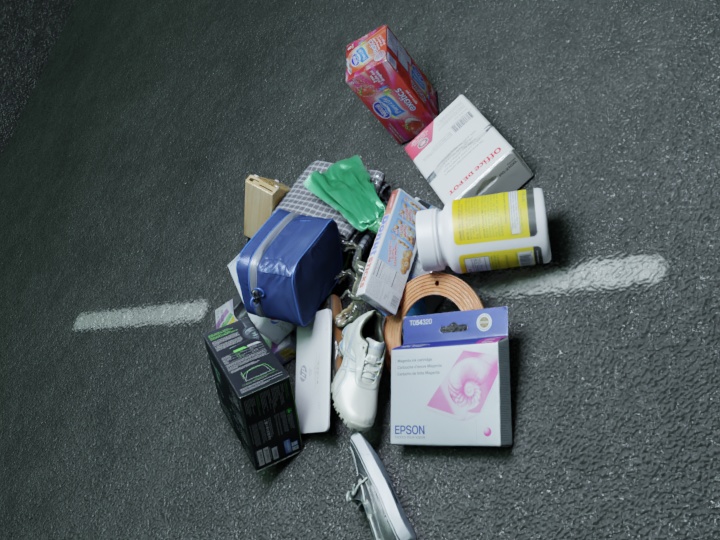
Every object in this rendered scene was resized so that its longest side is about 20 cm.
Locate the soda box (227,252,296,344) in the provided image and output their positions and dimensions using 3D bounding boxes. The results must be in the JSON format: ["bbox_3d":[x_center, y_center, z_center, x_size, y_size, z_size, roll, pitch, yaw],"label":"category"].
[{"bbox_3d":[-0.183,0.042,1.522,0.064,0.068,0.201,-41,43,9],"label":"soda box"}]

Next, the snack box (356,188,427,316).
[{"bbox_3d":[0.055,-0.031,1.321,0.024,0.071,0.203,-18,46,53],"label":"snack box"}]

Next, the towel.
[{"bbox_3d":[-0.051,-0.120,1.509,0.197,0.086,0.166,14,53,31],"label":"towel"}]

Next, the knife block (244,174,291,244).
[{"bbox_3d":[-0.191,-0.089,1.591,0.063,0.200,0.178,25,97,12],"label":"knife block"}]

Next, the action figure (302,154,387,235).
[{"bbox_3d":[-0.006,-0.118,1.405,0.117,0.055,0.200,-32,47,-8],"label":"action figure"}]

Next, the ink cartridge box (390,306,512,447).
[{"bbox_3d":[0.131,0.160,1.211,0.194,0.043,0.204,-10,76,38],"label":"ink cartridge box"}]

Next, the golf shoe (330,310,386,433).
[{"bbox_3d":[0.004,0.153,1.289,0.097,0.077,0.203,127,150,-46],"label":"golf shoe"}]

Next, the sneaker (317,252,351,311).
[{"bbox_3d":[-0.077,-0.013,1.523,0.076,0.084,0.203,1,62,41],"label":"sneaker"}]

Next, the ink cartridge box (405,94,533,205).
[{"bbox_3d":[0.184,-0.189,1.407,0.144,0.084,0.201,-42,42,12],"label":"ink cartridge box"}]

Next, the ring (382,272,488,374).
[{"bbox_3d":[0.118,0.105,1.274,0.198,0.019,0.204,-8,78,39],"label":"ring"}]

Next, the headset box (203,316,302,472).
[{"bbox_3d":[-0.190,0.206,1.401,0.092,0.176,0.200,-21,37,-20],"label":"headset box"}]

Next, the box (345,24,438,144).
[{"bbox_3d":[0.062,-0.349,1.538,0.094,0.200,0.101,-20,51,27],"label":"box"}]

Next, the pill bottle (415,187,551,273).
[{"bbox_3d":[0.189,-0.057,1.248,0.196,0.115,0.116,-7,56,13],"label":"pill bottle"}]

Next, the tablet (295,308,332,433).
[{"bbox_3d":[-0.084,0.175,1.387,0.130,0.013,0.204,-22,63,58],"label":"tablet"}]

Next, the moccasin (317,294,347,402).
[{"bbox_3d":[-0.031,0.132,1.396,0.074,0.077,0.203,-54,39,38],"label":"moccasin"}]

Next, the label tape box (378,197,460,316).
[{"bbox_3d":[0.095,-0.009,1.382,0.201,0.063,0.144,-54,41,-2],"label":"label tape box"}]

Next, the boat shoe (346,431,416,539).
[{"bbox_3d":[0.015,0.335,1.215,0.067,0.074,0.201,-30,54,2],"label":"boat shoe"}]

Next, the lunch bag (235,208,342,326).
[{"bbox_3d":[-0.130,-0.003,1.387,0.130,0.138,0.201,11,40,23],"label":"lunch bag"}]

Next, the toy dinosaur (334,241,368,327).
[{"bbox_3d":[0.000,0.000,1.397,0.088,0.047,0.202,29,93,40],"label":"toy dinosaur"}]

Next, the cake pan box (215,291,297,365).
[{"bbox_3d":[-0.199,0.113,1.575,0.183,0.052,0.202,-30,46,20],"label":"cake pan box"}]
